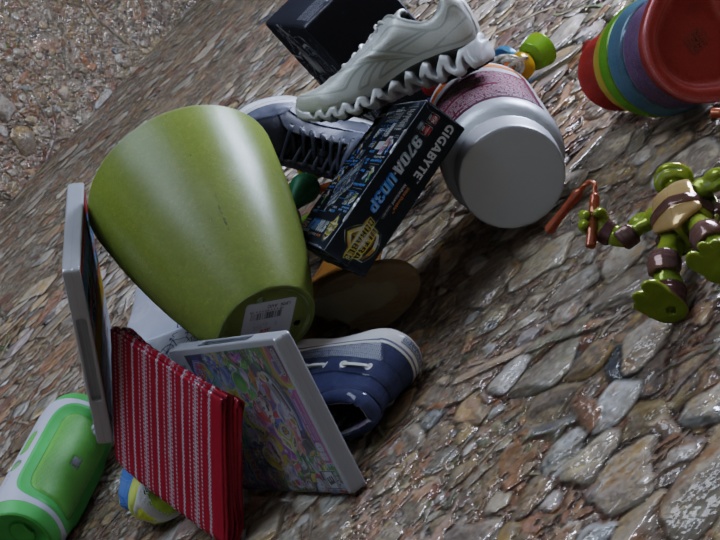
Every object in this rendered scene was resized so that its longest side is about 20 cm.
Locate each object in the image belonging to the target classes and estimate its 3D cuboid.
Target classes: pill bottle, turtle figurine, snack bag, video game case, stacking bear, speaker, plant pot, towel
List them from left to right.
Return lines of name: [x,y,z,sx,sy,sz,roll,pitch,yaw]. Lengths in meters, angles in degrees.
speaker: [-0.324,0.218,1.825,0.088,0.088,0.200,-32,21,29]
video game case: [-0.250,0.040,1.607,0.017,0.200,0.143,-6,36,-3]
towel: [-0.162,0.143,1.523,0.022,0.145,0.200,-13,25,-34]
snack bag: [-0.171,0.057,1.684,0.188,0.021,0.200,-21,39,32]
plant pot: [-0.125,-0.016,1.560,0.187,0.187,0.200,-40,50,7]
video game case: [-0.083,0.122,1.461,0.018,0.143,0.200,-32,12,-29]
pill bottle: [0.126,-0.115,1.607,0.114,0.114,0.200,-39,18,10]
stacking bear: [0.256,-0.187,1.527,0.114,0.121,0.200,-39,8,-14]
turtle figurine: [0.230,-0.031,1.287,0.200,0.064,0.161,-25,31,22]

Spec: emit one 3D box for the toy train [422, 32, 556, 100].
toy train: [0.159,-0.207,1.780,0.116,0.085,0.200,-37,5,-29]

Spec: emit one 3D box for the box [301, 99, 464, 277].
box: [0.012,-0.077,1.574,0.159,0.046,0.200,-55,11,-3]

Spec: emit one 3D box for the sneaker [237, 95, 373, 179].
sneaker: [-0.030,-0.122,1.837,0.146,0.202,0.077,50,129,55]

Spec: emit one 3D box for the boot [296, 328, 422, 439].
boot: [-0.041,0.108,1.509,0.200,0.073,0.090,-21,22,46]

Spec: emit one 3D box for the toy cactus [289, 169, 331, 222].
toy cactus: [-0.092,-0.060,1.914,0.200,0.102,0.165,-46,-2,-4]

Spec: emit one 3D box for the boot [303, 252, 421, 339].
boot: [0.000,0.001,1.673,0.201,0.071,0.144,-32,21,41]

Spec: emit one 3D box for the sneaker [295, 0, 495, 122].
sneaker: [0.025,-0.197,1.639,0.200,0.081,0.075,-20,9,17]

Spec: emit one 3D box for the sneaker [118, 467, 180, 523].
sneaker: [-0.174,0.155,1.675,0.105,0.076,0.200,-15,33,55]

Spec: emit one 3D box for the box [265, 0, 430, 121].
box: [0.011,-0.243,1.991,0.104,0.200,0.182,-45,18,-5]
